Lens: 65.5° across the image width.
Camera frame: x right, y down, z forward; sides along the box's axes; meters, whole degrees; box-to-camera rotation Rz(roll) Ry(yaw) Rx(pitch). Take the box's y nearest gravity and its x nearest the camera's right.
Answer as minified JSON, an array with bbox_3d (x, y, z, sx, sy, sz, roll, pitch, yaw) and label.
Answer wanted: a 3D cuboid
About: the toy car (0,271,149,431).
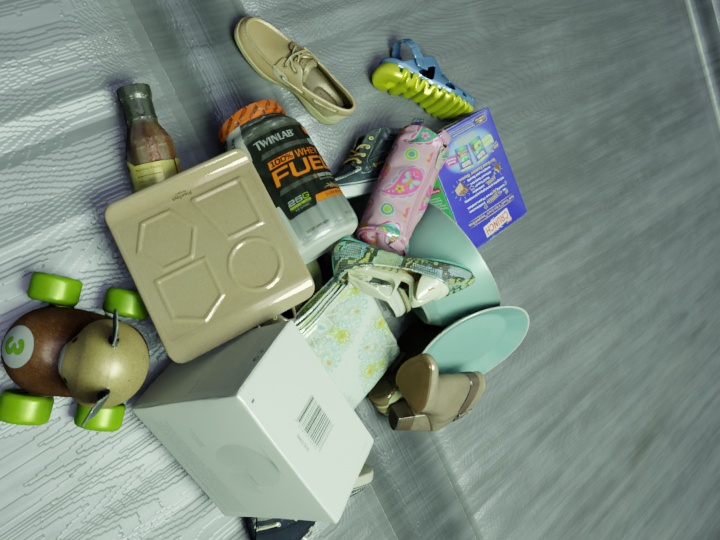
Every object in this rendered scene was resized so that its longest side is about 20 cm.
[{"bbox_3d":[-0.292,0.095,0.595,0.156,0.199,0.166,15,81,-30],"label":"toy car"}]

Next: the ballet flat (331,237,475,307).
[{"bbox_3d":[0.056,0.014,0.749,0.197,0.074,0.075,12,82,-3],"label":"ballet flat"}]

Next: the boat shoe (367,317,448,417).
[{"bbox_3d":[0.092,0.152,0.918,0.200,0.071,0.076,-46,126,-16],"label":"boat shoe"}]

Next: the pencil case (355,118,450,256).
[{"bbox_3d":[0.065,-0.118,0.816,0.087,0.087,0.202,35,68,-26],"label":"pencil case"}]

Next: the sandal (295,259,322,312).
[{"bbox_3d":[-0.079,0.060,0.810,0.079,0.057,0.204,-9,94,-30],"label":"sandal"}]

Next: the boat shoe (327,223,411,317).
[{"bbox_3d":[0.000,0.000,0.859,0.068,0.075,0.201,-40,105,-13],"label":"boat shoe"}]

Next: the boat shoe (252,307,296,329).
[{"bbox_3d":[-0.138,-0.002,0.725,0.071,0.059,0.202,9,50,-52],"label":"boat shoe"}]

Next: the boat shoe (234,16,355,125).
[{"bbox_3d":[-0.089,-0.294,0.808,0.199,0.064,0.072,34,72,-27],"label":"boat shoe"}]

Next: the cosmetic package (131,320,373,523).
[{"bbox_3d":[-0.126,0.186,0.675,0.201,0.198,0.123,59,38,-21],"label":"cosmetic package"}]

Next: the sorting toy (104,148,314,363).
[{"bbox_3d":[-0.176,-0.020,0.663,0.184,0.036,0.202,-27,86,-12],"label":"sorting toy"}]

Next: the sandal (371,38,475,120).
[{"bbox_3d":[0.115,-0.318,0.931,0.198,0.079,0.088,19,75,-31],"label":"sandal"}]

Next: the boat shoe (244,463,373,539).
[{"bbox_3d":[-0.074,0.339,0.808,0.198,0.075,0.094,-2,96,-24],"label":"boat shoe"}]

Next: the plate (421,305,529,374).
[{"bbox_3d":[0.169,0.115,0.867,0.198,0.201,0.026,-1,45,-32],"label":"plate"}]

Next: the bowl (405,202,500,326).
[{"bbox_3d":[0.114,0.007,0.871,0.105,0.201,0.202,-35,107,-7],"label":"bowl"}]

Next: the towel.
[{"bbox_3d":[-0.030,0.116,0.809,0.171,0.048,0.201,-44,129,-21],"label":"towel"}]

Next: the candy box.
[{"bbox_3d":[0.181,-0.150,0.966,0.168,0.077,0.202,-32,104,-29],"label":"candy box"}]

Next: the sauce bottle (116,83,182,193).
[{"bbox_3d":[-0.257,-0.128,0.702,0.065,0.066,0.203,-16,96,-31],"label":"sauce bottle"}]

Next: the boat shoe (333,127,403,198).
[{"bbox_3d":[-0.001,-0.163,0.862,0.199,0.070,0.092,-21,99,-38],"label":"boat shoe"}]

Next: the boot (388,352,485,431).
[{"bbox_3d":[0.125,0.177,0.842,0.145,0.201,0.071,-8,53,-25],"label":"boot"}]

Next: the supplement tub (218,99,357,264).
[{"bbox_3d":[-0.100,-0.114,0.746,0.122,0.122,0.201,-29,85,-29],"label":"supplement tub"}]
